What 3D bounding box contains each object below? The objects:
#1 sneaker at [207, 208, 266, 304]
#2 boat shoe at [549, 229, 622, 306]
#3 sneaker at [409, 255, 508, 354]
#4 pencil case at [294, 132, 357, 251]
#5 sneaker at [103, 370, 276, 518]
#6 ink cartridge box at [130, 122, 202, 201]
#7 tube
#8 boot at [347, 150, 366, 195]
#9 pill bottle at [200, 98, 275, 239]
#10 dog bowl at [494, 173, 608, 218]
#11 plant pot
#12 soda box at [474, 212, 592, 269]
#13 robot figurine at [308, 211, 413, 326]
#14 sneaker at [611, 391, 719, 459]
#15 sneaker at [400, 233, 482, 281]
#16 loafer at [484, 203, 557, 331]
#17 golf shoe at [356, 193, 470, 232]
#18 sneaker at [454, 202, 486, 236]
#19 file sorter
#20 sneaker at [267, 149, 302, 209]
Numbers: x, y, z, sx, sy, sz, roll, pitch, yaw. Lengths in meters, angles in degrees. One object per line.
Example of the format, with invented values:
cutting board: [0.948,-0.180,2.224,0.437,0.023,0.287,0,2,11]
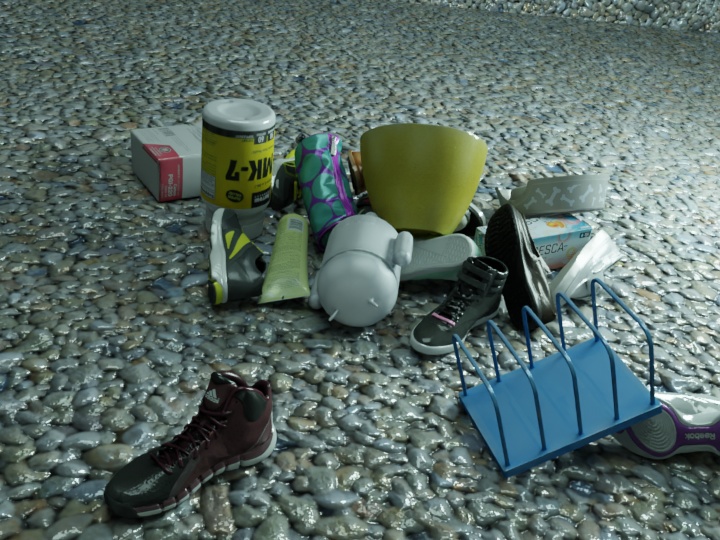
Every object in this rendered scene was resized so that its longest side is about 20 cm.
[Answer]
sneaker: [-0.180,-0.018,1.207,0.083,0.075,0.201,4,39,-11]
boat shoe: [0.351,0.010,1.289,0.069,0.072,0.200,44,43,7]
sneaker: [0.137,0.040,1.146,0.070,0.100,0.199,28,37,29]
pencil case: [-0.052,-0.131,1.340,0.084,0.092,0.202,9,51,-34]
sneaker: [-0.170,0.161,0.842,0.199,0.117,0.075,-21,40,-41]
ink cartridge box: [-0.291,-0.200,1.474,0.198,0.086,0.146,-14,36,-30]
tube: [-0.109,-0.014,1.237,0.052,0.058,0.201,33,27,-20]
boot: [0.061,-0.178,1.417,0.153,0.078,0.200,-8,4,8]
pill bottle: [-0.195,-0.157,1.304,0.112,0.202,0.115,5,29,-3]
dog bowl: [0.335,-0.127,1.445,0.197,0.060,0.200,-5,0,0]
plant pot: [0.091,-0.123,1.261,0.197,0.144,0.200,5,-9,1]
soda box: [0.279,-0.041,1.349,0.198,0.069,0.064,-10,33,-27]
robot figurine: [0.000,0.000,1.159,0.168,0.113,0.201,-29,26,24]
sneaker: [0.385,0.186,1.004,0.197,0.076,0.100,8,6,6]
sneaker: [0.096,-0.007,1.272,0.198,0.075,0.118,-2,-17,27]
loafer: [0.240,-0.003,1.229,0.071,0.073,0.203,7,63,-35]
golf shoe: [0.085,-0.072,1.372,0.197,0.078,0.089,1,50,-2]
sneaker: [0.172,-0.131,1.477,0.120,0.085,0.199,-28,43,-33]
file sorter: [0.219,0.114,0.952,0.198,0.124,0.139,-21,34,-6]
sneaker: [-0.106,-0.160,1.444,0.083,0.075,0.201,13,30,8]
